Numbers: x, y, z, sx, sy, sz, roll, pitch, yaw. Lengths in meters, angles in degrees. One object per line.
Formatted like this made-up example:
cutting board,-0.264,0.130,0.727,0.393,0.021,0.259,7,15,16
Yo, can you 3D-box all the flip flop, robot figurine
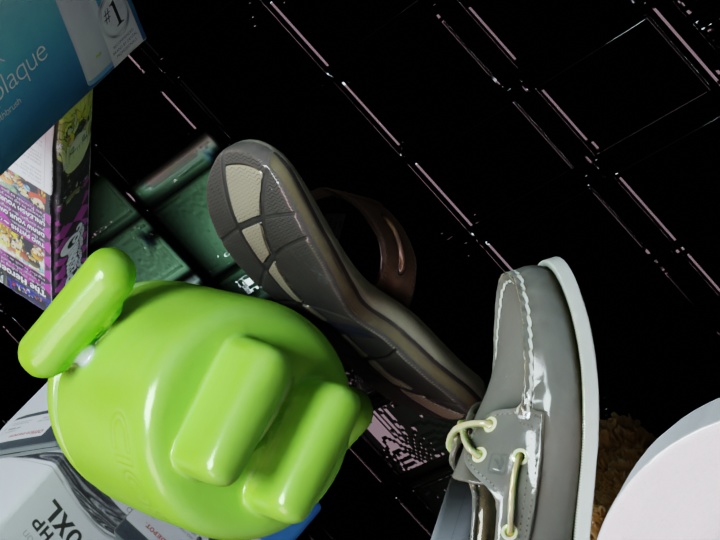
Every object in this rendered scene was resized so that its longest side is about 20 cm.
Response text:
flip flop,0.000,0.000,1.205,0.081,0.058,0.200,11,153,51
robot figurine,-0.081,0.066,1.239,0.175,0.116,0.200,28,171,-28

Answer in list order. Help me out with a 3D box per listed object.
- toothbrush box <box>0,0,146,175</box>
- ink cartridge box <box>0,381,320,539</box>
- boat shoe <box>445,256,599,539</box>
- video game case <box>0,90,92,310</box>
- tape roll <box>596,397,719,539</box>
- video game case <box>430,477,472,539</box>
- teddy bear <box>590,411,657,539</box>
toothbrush box,-0.200,-0.151,1.153,0.085,0.146,0.200,11,135,37
ink cartridge box,-0.136,0.141,1.366,0.084,0.200,0.145,-4,126,48
boat shoe,0.071,0.095,1.137,0.072,0.060,0.202,174,95,-79
video game case,-0.231,-0.086,1.354,0.200,0.036,0.181,31,145,16
tape roll,0.198,0.143,1.076,0.203,0.037,0.203,7,111,17
video game case,0.034,0.220,1.241,0.024,0.200,0.182,7,108,7
teddy bear,0.168,0.129,1.163,0.200,0.067,0.145,27,146,22
